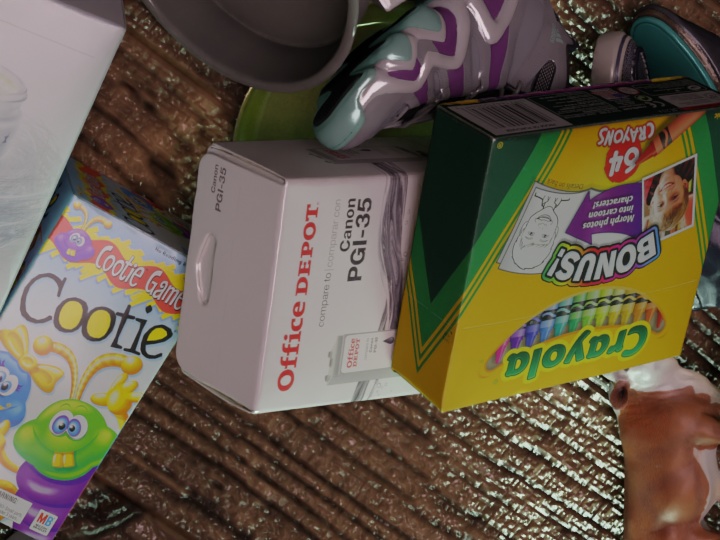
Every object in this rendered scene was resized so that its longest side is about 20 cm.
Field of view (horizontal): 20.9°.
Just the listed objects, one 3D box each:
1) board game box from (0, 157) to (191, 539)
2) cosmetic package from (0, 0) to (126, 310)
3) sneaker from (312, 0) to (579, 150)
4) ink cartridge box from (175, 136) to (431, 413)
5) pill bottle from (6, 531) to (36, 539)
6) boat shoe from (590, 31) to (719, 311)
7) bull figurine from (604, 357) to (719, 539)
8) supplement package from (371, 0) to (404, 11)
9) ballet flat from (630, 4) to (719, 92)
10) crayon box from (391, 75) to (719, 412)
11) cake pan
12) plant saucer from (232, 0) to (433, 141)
[{"bbox_3d":[-0.188,0.047,1.205,0.103,0.105,0.200,29,99,-20],"label":"board game box"},{"bbox_3d":[-0.265,-0.107,1.119,0.199,0.123,0.200,21,108,-18],"label":"cosmetic package"},{"bbox_3d":[0.070,-0.103,1.167,0.140,0.078,0.200,48,58,-11],"label":"sneaker"},{"bbox_3d":[0.000,0.000,1.176,0.200,0.083,0.147,-5,111,-39],"label":"ink cartridge box"},{"bbox_3d":[-0.159,0.258,1.272,0.200,0.113,0.113,36,96,-21],"label":"pill bottle"},{"bbox_3d":[0.206,-0.062,1.264,0.093,0.075,0.200,0,119,22],"label":"boat shoe"},{"bbox_3d":[0.225,0.126,1.339,0.121,0.065,0.200,2,115,14],"label":"bull figurine"},{"bbox_3d":[0.058,-0.262,1.161,0.200,0.117,0.117,-32,111,-1],"label":"supplement package"},{"bbox_3d":[0.246,-0.100,1.287,0.073,0.073,0.200,-33,105,-2],"label":"ballet flat"},{"bbox_3d":[0.123,-0.019,1.161,0.200,0.058,0.173,-10,120,-35],"label":"crayon box"},{"bbox_3d":[-0.070,-0.198,1.125,0.037,0.200,0.200,-42,115,-34],"label":"cake pan"},{"bbox_3d":[0.013,-0.077,1.254,0.200,0.031,0.200,-4,108,-13],"label":"plant saucer"}]
